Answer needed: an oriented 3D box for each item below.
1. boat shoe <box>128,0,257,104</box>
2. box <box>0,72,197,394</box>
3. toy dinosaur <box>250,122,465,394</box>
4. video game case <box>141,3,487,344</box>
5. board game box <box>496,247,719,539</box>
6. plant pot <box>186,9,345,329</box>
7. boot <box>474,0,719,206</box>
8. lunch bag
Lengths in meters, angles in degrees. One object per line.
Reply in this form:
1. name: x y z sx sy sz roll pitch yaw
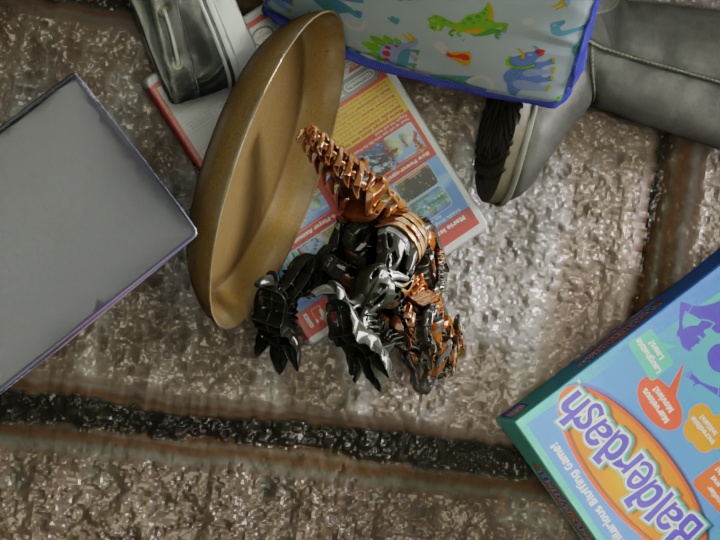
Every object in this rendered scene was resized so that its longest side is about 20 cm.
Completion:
1. boat shoe: -0.133 -0.198 1.448 0.071 0.072 0.200 -27 87 -15
2. box: -0.219 -0.002 1.366 0.200 0.198 0.123 -39 97 -11
3. toy dinosaur: 0.000 0.000 1.453 0.200 0.102 0.136 51 55 -15
4. video game case: -0.028 -0.074 1.505 0.143 0.017 0.200 -33 96 -12
5. board game box: 0.213 0.100 1.544 0.200 0.045 0.152 -37 97 -11
6. plant pot: -0.059 -0.063 1.398 0.027 0.200 0.200 19 84 11
7. boot: 0.187 -0.103 1.538 0.200 0.073 0.182 19 86 -19
8. lunch bag: 0.055 -0.198 1.413 0.200 0.170 0.128 29 59 12
